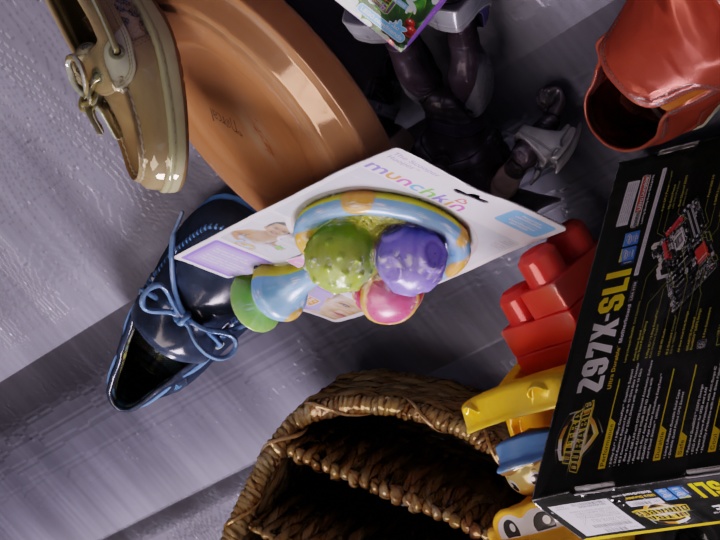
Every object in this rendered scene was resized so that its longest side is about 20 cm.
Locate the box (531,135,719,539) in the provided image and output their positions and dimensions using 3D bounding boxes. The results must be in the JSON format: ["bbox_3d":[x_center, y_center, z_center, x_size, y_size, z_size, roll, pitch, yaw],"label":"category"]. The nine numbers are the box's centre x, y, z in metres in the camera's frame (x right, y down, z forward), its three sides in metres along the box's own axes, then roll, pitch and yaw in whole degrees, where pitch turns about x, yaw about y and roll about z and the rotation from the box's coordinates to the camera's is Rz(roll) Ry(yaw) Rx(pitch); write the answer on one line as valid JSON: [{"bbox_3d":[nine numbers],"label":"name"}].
[{"bbox_3d":[0.175,0.025,1.412,0.049,0.201,0.159,33,149,-31],"label":"box"}]

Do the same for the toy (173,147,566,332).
[{"bbox_3d":[0.000,0.000,1.534,0.115,0.047,0.200,23,154,-32],"label":"toy"}]

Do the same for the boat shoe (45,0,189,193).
[{"bbox_3d":[-0.142,-0.130,1.543,0.073,0.062,0.201,123,131,-62],"label":"boat shoe"}]

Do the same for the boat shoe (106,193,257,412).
[{"bbox_3d":[-0.100,0.031,1.751,0.084,0.069,0.200,33,143,5],"label":"boat shoe"}]

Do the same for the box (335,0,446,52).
[{"bbox_3d":[-0.015,-0.220,1.388,0.200,0.039,0.137,39,110,-1],"label":"box"}]

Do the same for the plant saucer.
[{"bbox_3d":[-0.055,-0.086,1.571,0.200,0.032,0.201,42,158,21],"label":"plant saucer"}]

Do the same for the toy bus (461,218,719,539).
[{"bbox_3d":[0.122,0.081,1.526,0.135,0.200,0.192,-17,110,47],"label":"toy bus"}]

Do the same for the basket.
[{"bbox_3d":[0.033,0.151,1.671,0.199,0.149,0.143,24,113,18],"label":"basket"}]

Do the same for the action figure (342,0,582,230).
[{"bbox_3d":[0.048,-0.093,1.506,0.130,0.070,0.200,8,138,23],"label":"action figure"}]

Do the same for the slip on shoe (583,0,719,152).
[{"bbox_3d":[0.146,-0.105,1.361,0.074,0.061,0.200,55,166,11],"label":"slip on shoe"}]
